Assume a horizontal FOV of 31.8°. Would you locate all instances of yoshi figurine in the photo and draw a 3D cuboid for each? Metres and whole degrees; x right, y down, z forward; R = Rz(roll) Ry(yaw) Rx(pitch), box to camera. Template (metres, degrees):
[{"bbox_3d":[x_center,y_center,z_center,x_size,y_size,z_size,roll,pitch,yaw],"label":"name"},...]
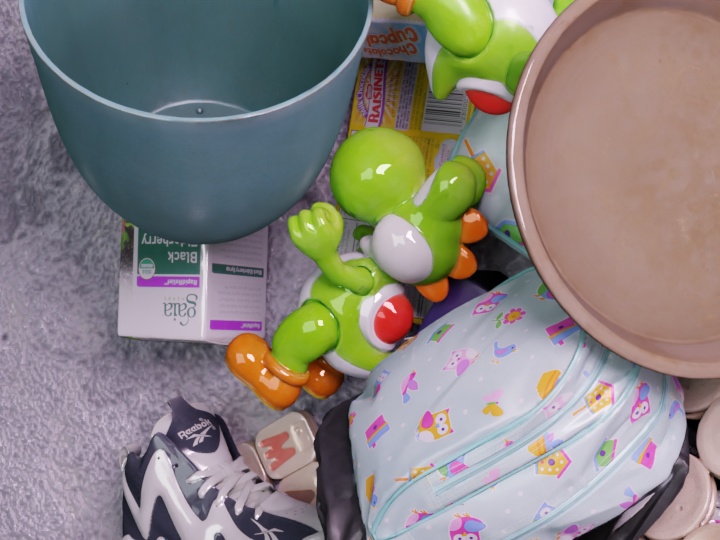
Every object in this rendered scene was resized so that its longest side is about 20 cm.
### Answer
[{"bbox_3d":[-0.007,-0.011,0.797,0.200,0.112,0.113,-49,28,24],"label":"yoshi figurine"},{"bbox_3d":[0.108,-0.127,0.691,0.200,0.112,0.112,45,81,3],"label":"yoshi figurine"}]

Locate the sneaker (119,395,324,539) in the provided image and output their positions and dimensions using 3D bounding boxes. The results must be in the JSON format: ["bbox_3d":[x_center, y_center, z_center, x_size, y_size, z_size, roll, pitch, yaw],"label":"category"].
[{"bbox_3d":[-0.095,0.148,0.881,0.198,0.079,0.131,-13,89,38],"label":"sneaker"}]

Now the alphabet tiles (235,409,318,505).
[{"bbox_3d":[-0.038,0.208,0.902,0.195,0.015,0.201,-32,73,23],"label":"alphabet tiles"}]

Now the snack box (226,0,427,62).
[{"bbox_3d":[0.008,-0.197,0.854,0.199,0.037,0.117,11,57,28],"label":"snack box"}]

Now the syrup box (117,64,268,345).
[{"bbox_3d":[-0.120,-0.048,0.922,0.078,0.081,0.202,0,86,29],"label":"syrup box"}]

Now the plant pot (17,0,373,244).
[{"bbox_3d":[-0.099,-0.112,0.774,0.201,0.200,0.161,44,151,23],"label":"plant pot"}]

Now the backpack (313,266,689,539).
[{"bbox_3d":[0.073,0.093,0.675,0.199,0.127,0.167,-32,36,17],"label":"backpack"}]

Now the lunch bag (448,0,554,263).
[{"bbox_3d":[0.158,-0.085,0.777,0.160,0.077,0.201,36,104,24],"label":"lunch bag"}]

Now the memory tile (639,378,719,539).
[{"bbox_3d":[0.185,0.105,0.670,0.200,0.017,0.154,-43,41,15],"label":"memory tile"}]

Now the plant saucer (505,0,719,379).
[{"bbox_3d":[0.159,-0.048,0.617,0.029,0.199,0.202,160,111,-72],"label":"plant saucer"}]

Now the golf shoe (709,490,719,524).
[{"bbox_3d":[0.193,0.169,0.706,0.199,0.073,0.093,-27,94,-10],"label":"golf shoe"}]

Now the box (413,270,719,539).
[{"bbox_3d":[0.115,0.110,0.791,0.200,0.079,0.142,35,106,25],"label":"box"}]

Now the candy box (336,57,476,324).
[{"bbox_3d":[0.033,-0.067,0.867,0.102,0.026,0.202,11,93,37],"label":"candy box"}]
